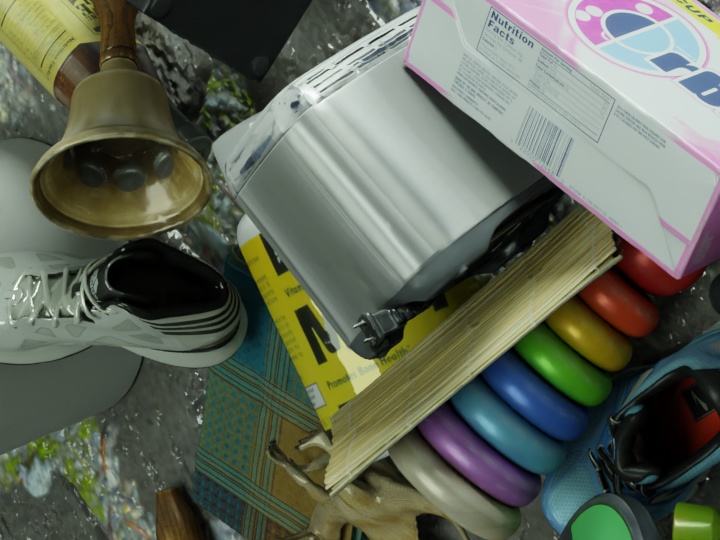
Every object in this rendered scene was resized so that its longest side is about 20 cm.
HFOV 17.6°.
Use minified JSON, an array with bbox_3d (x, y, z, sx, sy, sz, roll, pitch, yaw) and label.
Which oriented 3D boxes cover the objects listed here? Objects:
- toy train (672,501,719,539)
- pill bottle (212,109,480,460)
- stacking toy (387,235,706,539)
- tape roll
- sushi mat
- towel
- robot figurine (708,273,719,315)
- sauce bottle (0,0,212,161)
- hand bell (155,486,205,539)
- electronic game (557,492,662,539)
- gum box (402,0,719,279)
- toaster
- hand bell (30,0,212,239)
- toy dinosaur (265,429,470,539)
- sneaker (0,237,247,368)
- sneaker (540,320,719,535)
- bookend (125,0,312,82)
[{"bbox_3d":[0.206,0.130,1.155,0.116,0.085,0.200,1,87,18],"label":"toy train"},{"bbox_3d":[0.000,0.000,1.312,0.114,0.114,0.200,-29,86,47],"label":"pill bottle"},{"bbox_3d":[0.105,0.041,1.203,0.085,0.085,0.200,44,101,24],"label":"stacking toy"},{"bbox_3d":[-0.261,0.024,1.569,0.203,0.139,0.203,19,120,38],"label":"tape roll"},{"bbox_3d":[0.056,0.036,1.192,0.200,0.096,0.012,-41,103,17],"label":"sushi mat"},{"bbox_3d":[-0.044,0.098,1.467,0.147,0.022,0.200,33,128,32],"label":"towel"},{"bbox_3d":[0.252,0.011,1.052,0.200,0.125,0.150,-19,116,48],"label":"robot figurine"},{"bbox_3d":[-0.170,-0.131,1.468,0.200,0.066,0.066,45,133,20],"label":"sauce bottle"},{"bbox_3d":[-0.104,0.242,1.556,0.104,0.104,0.200,-31,73,47],"label":"hand bell"},{"bbox_3d":[0.115,0.211,1.168,0.200,0.042,0.200,-170,90,-79],"label":"electronic game"},{"bbox_3d":[0.126,-0.092,1.145,0.200,0.113,0.066,41,131,26],"label":"gum box"},{"bbox_3d":[0.021,-0.047,1.200,0.129,0.200,0.114,49,140,7],"label":"toaster"},{"bbox_3d":[-0.145,-0.129,1.391,0.104,0.104,0.200,-47,39,45],"label":"hand bell"},{"bbox_3d":[0.006,0.128,1.388,0.101,0.058,0.200,56,148,-11],"label":"toy dinosaur"},{"bbox_3d":[-0.170,0.007,1.396,0.115,0.200,0.076,88,-175,-69],"label":"sneaker"},{"bbox_3d":[0.148,0.085,1.215,0.078,0.090,0.200,56,137,12],"label":"sneaker"},{"bbox_3d":[-0.084,-0.237,1.279,0.200,0.092,0.199,35,95,47],"label":"bookend"}]
